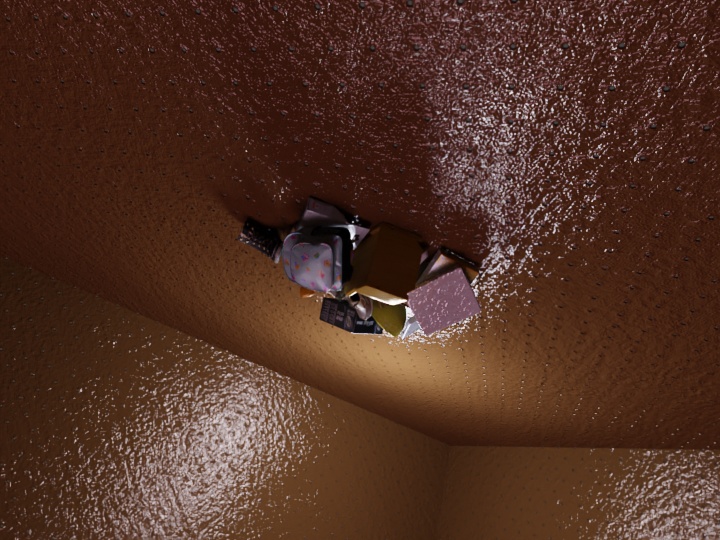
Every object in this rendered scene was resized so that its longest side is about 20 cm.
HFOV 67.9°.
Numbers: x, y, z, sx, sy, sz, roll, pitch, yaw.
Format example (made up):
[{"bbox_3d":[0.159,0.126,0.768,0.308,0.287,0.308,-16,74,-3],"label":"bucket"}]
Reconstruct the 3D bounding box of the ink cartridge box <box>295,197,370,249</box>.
[{"bbox_3d":[-0.083,-0.135,1.594,0.193,0.052,0.162,13,155,-15],"label":"ink cartridge box"}]

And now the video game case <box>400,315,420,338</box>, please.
[{"bbox_3d":[0.233,0.157,1.838,0.022,0.196,0.183,57,165,17],"label":"video game case"}]

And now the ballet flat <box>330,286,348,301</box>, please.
[{"bbox_3d":[-0.062,0.075,1.961,0.196,0.069,0.068,-12,140,46],"label":"ballet flat"}]

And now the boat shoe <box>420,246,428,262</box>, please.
[{"bbox_3d":[0.132,0.007,1.608,0.198,0.071,0.070,-38,107,17],"label":"boat shoe"}]

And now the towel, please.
[{"bbox_3d":[0.247,0.092,1.616,0.195,0.033,0.193,-24,122,13],"label":"towel"}]

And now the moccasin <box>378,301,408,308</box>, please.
[{"bbox_3d":[0.089,0.084,1.748,0.195,0.080,0.074,13,166,12],"label":"moccasin"}]

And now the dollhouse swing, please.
[{"bbox_3d":[0.064,0.000,1.572,0.176,0.206,0.177,18,155,-6],"label":"dollhouse swing"}]

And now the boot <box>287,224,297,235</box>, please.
[{"bbox_3d":[-0.166,-0.041,1.720,0.201,0.072,0.167,48,150,9],"label":"boot"}]

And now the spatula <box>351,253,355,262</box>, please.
[{"bbox_3d":[-0.045,-0.041,1.727,0.196,0.020,0.058,17,130,43],"label":"spatula"}]

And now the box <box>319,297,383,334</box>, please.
[{"bbox_3d":[-0.029,0.169,1.986,0.161,0.089,0.197,10,-176,-46],"label":"box"}]

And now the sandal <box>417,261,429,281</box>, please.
[{"bbox_3d":[0.177,-0.005,1.682,0.208,0.079,0.070,32,-175,-13],"label":"sandal"}]

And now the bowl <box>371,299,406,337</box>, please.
[{"bbox_3d":[0.103,0.117,1.867,0.107,0.202,0.199,-41,130,13],"label":"bowl"}]

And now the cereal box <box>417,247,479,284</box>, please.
[{"bbox_3d":[0.249,0.045,1.627,0.140,0.040,0.203,22,120,-16],"label":"cereal box"}]

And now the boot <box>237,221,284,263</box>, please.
[{"bbox_3d":[-0.319,-0.094,1.727,0.147,0.075,0.200,28,-176,-14],"label":"boot"}]

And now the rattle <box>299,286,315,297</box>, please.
[{"bbox_3d":[-0.142,0.000,1.755,0.133,0.141,0.199,60,162,-5],"label":"rattle"}]

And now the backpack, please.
[{"bbox_3d":[-0.133,-0.034,1.547,0.194,0.153,0.182,9,113,24],"label":"backpack"}]

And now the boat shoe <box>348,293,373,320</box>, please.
[{"bbox_3d":[-0.010,0.083,1.723,0.074,0.074,0.205,21,138,34],"label":"boat shoe"}]
